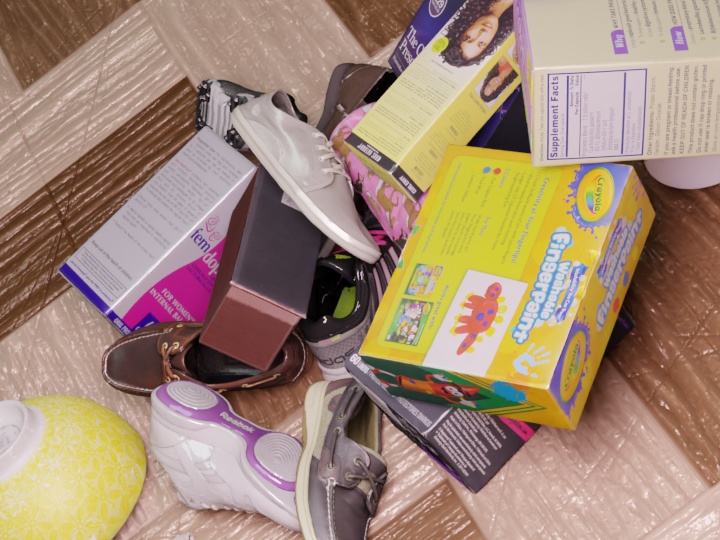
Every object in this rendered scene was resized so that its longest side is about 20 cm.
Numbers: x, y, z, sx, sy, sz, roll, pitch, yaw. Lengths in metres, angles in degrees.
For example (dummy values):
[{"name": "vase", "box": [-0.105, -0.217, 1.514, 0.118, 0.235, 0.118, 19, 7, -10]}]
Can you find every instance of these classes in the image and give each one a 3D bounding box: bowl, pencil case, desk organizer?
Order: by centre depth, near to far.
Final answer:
[{"name": "pencil case", "box": [0.046, -0.065, 1.750, 0.086, 0.083, 0.200, -21, 47, -14]}, {"name": "desk organizer", "box": [-0.083, -0.010, 1.760, 0.077, 0.072, 0.200, -57, 14, 35]}, {"name": "bowl", "box": [-0.306, 0.181, 1.810, 0.200, 0.108, 0.201, -22, 39, 19]}]

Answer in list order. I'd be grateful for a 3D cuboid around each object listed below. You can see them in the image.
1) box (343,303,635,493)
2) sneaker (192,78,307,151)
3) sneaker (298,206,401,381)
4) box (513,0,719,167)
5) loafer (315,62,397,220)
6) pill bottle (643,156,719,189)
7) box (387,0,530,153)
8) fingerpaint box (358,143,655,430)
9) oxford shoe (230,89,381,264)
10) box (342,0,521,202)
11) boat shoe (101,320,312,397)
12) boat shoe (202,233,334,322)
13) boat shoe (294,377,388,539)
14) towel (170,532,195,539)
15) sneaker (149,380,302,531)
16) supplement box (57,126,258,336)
[{"name": "box", "box": [0.107, 0.061, 1.647, 0.200, 0.106, 0.122, -46, 47, -7]}, {"name": "sneaker", "box": [-0.108, -0.151, 1.996, 0.200, 0.090, 0.067, -152, 68, -67]}, {"name": "sneaker", "box": [0.000, 0.000, 1.782, 0.074, 0.087, 0.200, 3, 58, 35]}, {"name": "box", "box": [0.225, -0.176, 1.566, 0.199, 0.097, 0.176, -3, 42, 1]}, {"name": "loafer", "box": [-0.001, -0.127, 1.895, 0.071, 0.073, 0.201, -13, 50, 26]}, {"name": "pill bottle", "box": [0.276, -0.174, 1.714, 0.119, 0.120, 0.201, -19, 47, 20]}, {"name": "box", "box": [0.117, -0.182, 1.818, 0.141, 0.079, 0.200, -56, 38, 25]}, {"name": "fingerpaint box", "box": [0.117, 0.010, 1.555, 0.166, 0.073, 0.201, 8, 62, 30]}, {"name": "oxford shoe", "box": [-0.041, -0.087, 1.752, 0.058, 0.075, 0.200, -42, 64, 7]}, {"name": "box", "box": [0.080, -0.158, 1.699, 0.200, 0.050, 0.075, -50, 45, -4]}, {"name": "boat shoe", "box": [-0.146, 0.078, 1.795, 0.199, 0.070, 0.071, -7, 89, 16]}, {"name": "boat shoe", "box": [-0.105, 0.016, 1.858, 0.073, 0.062, 0.200, 30, 76, 43]}, {"name": "boat shoe", "box": [-0.010, 0.166, 1.667, 0.066, 0.072, 0.201, -25, 41, 22]}, {"name": "towel", "box": [-0.216, 0.313, 1.715, 0.199, 0.034, 0.133, -23, 45, 19]}, {"name": "sneaker", "box": [-0.106, 0.177, 1.735, 0.200, 0.100, 0.075, 33, 33, 29]}, {"name": "supplement box", "box": [-0.170, -0.022, 1.905, 0.200, 0.101, 0.103, -46, 44, -6]}]
